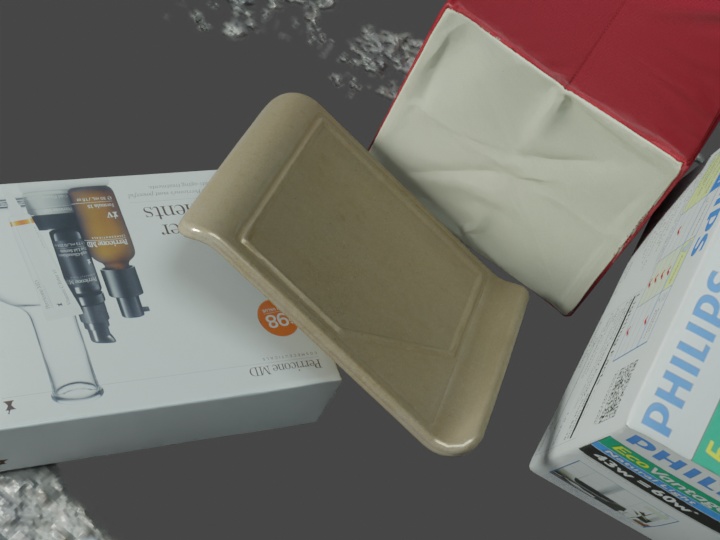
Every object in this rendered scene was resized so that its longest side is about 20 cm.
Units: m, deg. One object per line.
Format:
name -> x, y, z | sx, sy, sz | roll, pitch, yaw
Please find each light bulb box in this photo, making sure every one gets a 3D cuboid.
light bulb box -> 0.206, 0.042, 0.901 | 0.124, 0.200, 0.199 | 28, 76, -2

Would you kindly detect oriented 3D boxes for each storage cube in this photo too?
storage cube -> 0.130, -0.117, 1.040 | 0.171, 0.200, 0.180 | 34, 53, 3

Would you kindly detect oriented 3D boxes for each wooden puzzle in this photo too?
wooden puzzle -> 0.000, 0.000, 0.952 | 0.200, 0.037, 0.185 | 39, 31, -7

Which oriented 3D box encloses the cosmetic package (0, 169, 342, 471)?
cosmetic package -> -0.128, 0.021, 0.904 | 0.199, 0.052, 0.151 | -6, 60, -30
